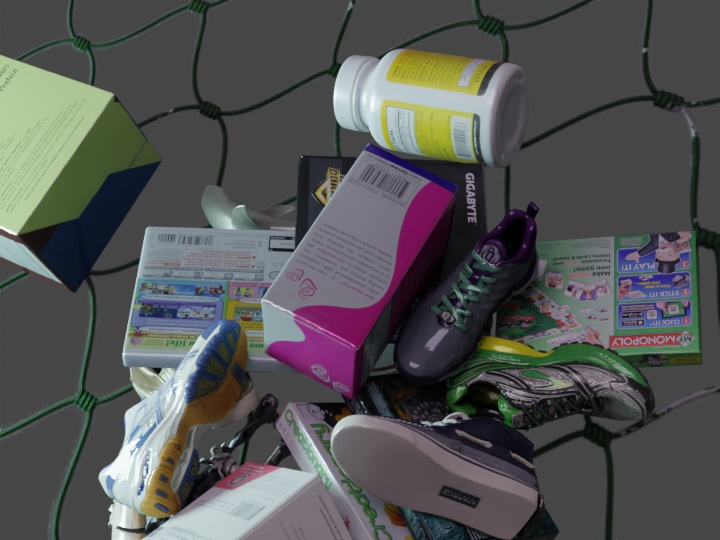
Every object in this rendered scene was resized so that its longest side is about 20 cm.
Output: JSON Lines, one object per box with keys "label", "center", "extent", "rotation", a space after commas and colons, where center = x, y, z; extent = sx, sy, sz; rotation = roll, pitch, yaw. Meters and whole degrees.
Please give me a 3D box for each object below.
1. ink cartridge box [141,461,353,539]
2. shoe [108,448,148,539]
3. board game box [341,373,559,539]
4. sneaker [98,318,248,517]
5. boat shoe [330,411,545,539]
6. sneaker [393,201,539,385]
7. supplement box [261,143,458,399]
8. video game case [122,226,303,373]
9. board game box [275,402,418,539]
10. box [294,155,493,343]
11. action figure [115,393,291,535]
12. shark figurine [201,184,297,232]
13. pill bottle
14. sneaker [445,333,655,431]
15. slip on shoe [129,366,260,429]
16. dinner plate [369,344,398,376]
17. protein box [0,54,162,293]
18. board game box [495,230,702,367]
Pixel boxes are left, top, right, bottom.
{"label": "ink cartridge box", "center": [-0.124, 0.257, 1.127], "extent": [0.199, 0.083, 0.146], "rotation": [-35, 15, -27]}
{"label": "shoe", "center": [-0.226, 0.263, 1.288], "extent": [0.053, 0.070, 0.202], "rotation": [-12, 58, 2]}
{"label": "board game box", "center": [0.079, 0.176, 1.210], "extent": [0.134, 0.028, 0.201], "rotation": [-3, 47, -30]}
{"label": "sneaker", "center": [-0.178, 0.127, 1.228], "extent": [0.087, 0.076, 0.201], "rotation": [8, 58, 34]}
{"label": "boat shoe", "center": [0.068, 0.159, 1.151], "extent": [0.198, 0.075, 0.093], "rotation": [27, 31, -11]}
{"label": "sneaker", "center": [0.098, 0.015, 1.224], "extent": [0.074, 0.088, 0.200], "rotation": [31, 59, 20]}
{"label": "supplement box", "center": [0.000, 0.000, 1.225], "extent": [0.100, 0.104, 0.201], "rotation": [26, 60, 13]}
{"label": "video game case", "center": [-0.132, 0.027, 1.345], "extent": [0.197, 0.022, 0.183], "rotation": [2, 46, -1]}
{"label": "board game box", "center": [0.018, 0.203, 1.208], "extent": [0.035, 0.125, 0.201], "rotation": [-57, 50, 27]}
{"label": "box", "center": [0.031, -0.022, 1.327], "extent": [0.196, 0.050, 0.202], "rotation": [2, 58, 0]}
{"label": "action figure", "center": [-0.140, 0.214, 1.271], "extent": [0.199, 0.103, 0.119], "rotation": [-37, 55, -24]}
{"label": "shark figurine", "center": [-0.092, -0.058, 1.429], "extent": [0.212, 0.090, 0.130], "rotation": [-4, 60, 20]}
{"label": "pill bottle", "center": [0.075, -0.180, 1.426], "extent": [0.198, 0.112, 0.112], "rotation": [13, 65, 26]}
{"label": "sneaker", "center": [0.173, 0.119, 1.217], "extent": [0.197, 0.079, 0.086], "rotation": [3, 43, 24]}
{"label": "slip on shoe", "center": [-0.175, 0.106, 1.328], "extent": [0.076, 0.061, 0.199], "rotation": [-32, 26, -26]}
{"label": "dinner plate", "center": [0.020, 0.034, 1.368], "extent": [0.197, 0.024, 0.202], "rotation": [-10, 56, 14]}
{"label": "protein box", "center": [-0.381, -0.115, 1.538], "extent": [0.198, 0.135, 0.200], "rotation": [20, 69, 29]}
{"label": "board game box", "center": [0.232, 0.031, 1.290], "extent": [0.197, 0.029, 0.136], "rotation": [-3, 60, 18]}
